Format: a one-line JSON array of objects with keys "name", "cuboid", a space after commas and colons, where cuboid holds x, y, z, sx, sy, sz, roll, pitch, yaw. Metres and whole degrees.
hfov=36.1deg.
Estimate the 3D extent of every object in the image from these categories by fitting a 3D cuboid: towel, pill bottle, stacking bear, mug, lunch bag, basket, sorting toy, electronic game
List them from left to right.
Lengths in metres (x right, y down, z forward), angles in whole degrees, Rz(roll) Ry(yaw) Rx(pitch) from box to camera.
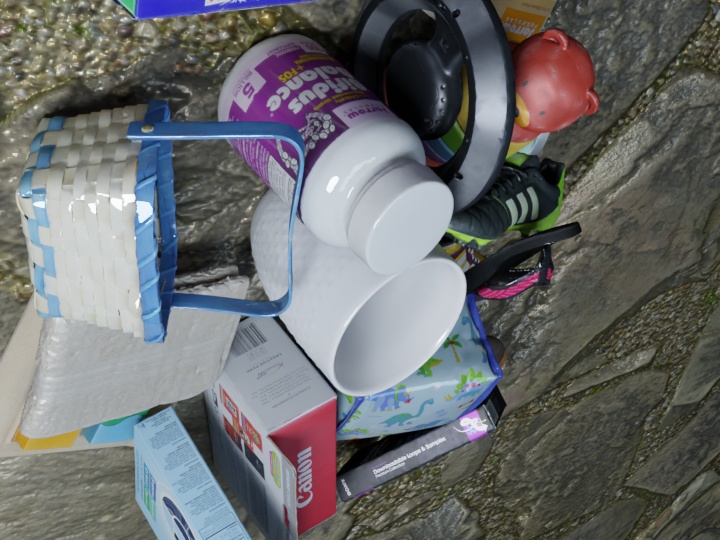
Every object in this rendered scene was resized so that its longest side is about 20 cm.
[{"name": "sorting toy", "cuboid": [-0.226, 0.093, 0.978, 0.198, 0.036, 0.187, 9, 119, -50]}, {"name": "towel", "cuboid": [-0.187, 0.064, 0.933, 0.198, 0.034, 0.134, -12, 133, -44]}, {"name": "basket", "cuboid": [-0.142, -0.038, 0.810, 0.196, 0.140, 0.178, 7, 131, -4]}, {"name": "pill bottle", "cuboid": [-0.019, -0.090, 0.860, 0.111, 0.200, 0.113, -27, 143, -24]}, {"name": "mug", "cuboid": [0.000, 0.000, 0.995, 0.199, 0.175, 0.149, 12, 118, -51]}, {"name": "lunch bag", "cuboid": [0.028, 0.115, 1.157, 0.167, 0.129, 0.201, -5, 150, -22]}, {"name": "electronic game", "cuboid": [0.052, -0.144, 0.878, 0.041, 0.200, 0.202, -13, 135, -34]}, {"name": "stacking bear", "cuboid": [0.111, -0.143, 0.924, 0.113, 0.199, 0.123, -34, 104, -31]}]

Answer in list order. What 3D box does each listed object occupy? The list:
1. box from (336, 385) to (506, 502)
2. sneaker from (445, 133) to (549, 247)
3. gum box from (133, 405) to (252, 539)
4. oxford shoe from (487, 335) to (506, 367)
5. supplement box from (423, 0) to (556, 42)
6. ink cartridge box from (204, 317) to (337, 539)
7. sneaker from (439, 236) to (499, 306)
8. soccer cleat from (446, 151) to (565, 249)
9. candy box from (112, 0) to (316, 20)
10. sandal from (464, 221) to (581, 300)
[{"name": "box", "cuboid": [0.071, 0.199, 1.289, 0.198, 0.037, 0.143, -29, 178, 12]}, {"name": "sneaker", "cuboid": [0.109, -0.131, 1.060, 0.117, 0.073, 0.203, 19, 97, -36]}, {"name": "gum box", "cuboid": [-0.150, 0.255, 1.051, 0.044, 0.201, 0.171, -24, 153, -25]}, {"name": "oxford shoe", "cuboid": [0.100, 0.106, 1.305, 0.198, 0.071, 0.074, -16, 133, -35]}, {"name": "supplement box", "cuboid": [0.132, -0.298, 0.916, 0.125, 0.074, 0.202, -2, 127, -44]}, {"name": "ink cartridge box", "cuboid": [-0.078, 0.176, 1.095, 0.083, 0.176, 0.202, -26, 142, -24]}, {"name": "sneaker", "cuboid": [0.097, -0.018, 1.169, 0.198, 0.075, 0.091, 4, 129, -49]}, {"name": "soccer cleat", "cuboid": [0.123, -0.068, 1.004, 0.199, 0.067, 0.082, -10, 116, -52]}, {"name": "candy box", "cuboid": [-0.081, -0.275, 0.715, 0.167, 0.077, 0.202, -17, 136, -36]}, {"name": "sandal", "cuboid": [0.138, 0.007, 1.027, 0.074, 0.046, 0.199, -14, 167, -40]}]
